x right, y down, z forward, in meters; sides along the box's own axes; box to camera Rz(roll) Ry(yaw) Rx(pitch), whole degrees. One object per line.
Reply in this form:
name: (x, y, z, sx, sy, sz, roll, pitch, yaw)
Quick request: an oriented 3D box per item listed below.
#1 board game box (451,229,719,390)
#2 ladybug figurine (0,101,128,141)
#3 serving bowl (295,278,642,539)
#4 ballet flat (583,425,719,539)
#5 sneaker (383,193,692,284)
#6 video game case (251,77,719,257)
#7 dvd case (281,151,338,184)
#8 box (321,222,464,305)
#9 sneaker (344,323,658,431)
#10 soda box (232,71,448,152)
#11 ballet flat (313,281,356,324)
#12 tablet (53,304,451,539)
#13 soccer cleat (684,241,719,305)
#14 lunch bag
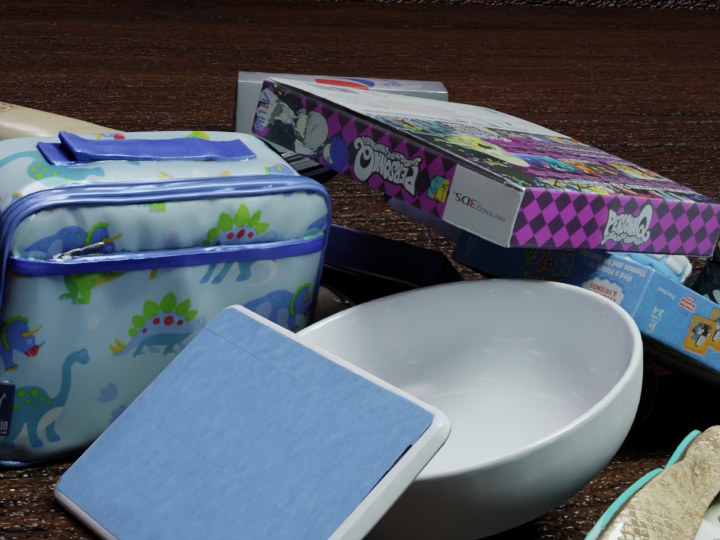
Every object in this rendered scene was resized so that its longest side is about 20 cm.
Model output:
board game box: (0.168, 0.030, 1.132, 0.199, 0.037, 0.151, 25, -2, -37)
ladybug figurine: (-0.175, -0.053, 1.207, 0.135, 0.073, 0.200, 14, 1, 30)
serving bowl: (0.040, 0.075, 0.968, 0.198, 0.066, 0.200, -12, 22, 5)
ballet flat: (0.147, 0.116, 0.885, 0.065, 0.071, 0.200, 24, 24, 19)
sneaker: (0.103, -0.002, 1.243, 0.199, 0.087, 0.075, 21, -14, -8)
video game case: (0.071, -0.054, 1.088, 0.181, 0.036, 0.199, 25, 15, 36)
dvd case: (-0.093, -0.025, 1.257, 0.199, 0.016, 0.149, -32, -4, 28)
box: (0.000, 0.000, 1.204, 0.120, 0.033, 0.200, 15, -6, 13)
sneaker: (0.056, 0.055, 1.115, 0.198, 0.067, 0.090, 3, 10, -17)
soda box: (-0.019, -0.145, 1.907, 0.198, 0.069, 0.063, 3, 14, -4)
ballet flat: (-0.067, 0.035, 1.189, 0.062, 0.068, 0.200, -24, 18, -27)
tablet: (-0.054, 0.085, 0.904, 0.130, 0.014, 0.200, -46, 31, -13)
soccer cleat: (0.237, 0.009, 1.248, 0.067, 0.081, 0.200, -35, 12, -12)
lunch bag: (-0.116, 0.009, 1.036, 0.199, 0.162, 0.082, -3, 30, -35)
